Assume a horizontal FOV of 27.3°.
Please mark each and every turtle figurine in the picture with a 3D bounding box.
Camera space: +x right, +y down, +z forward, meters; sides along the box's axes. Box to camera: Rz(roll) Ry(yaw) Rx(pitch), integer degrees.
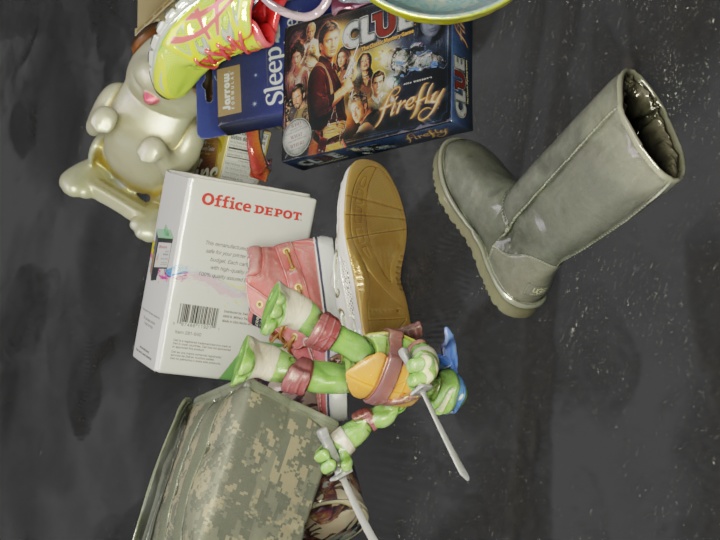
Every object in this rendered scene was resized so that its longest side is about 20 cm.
[{"bbox_3d":[-0.004,0.106,1.196,0.144,0.192,0.202,140,152,-66],"label":"turtle figurine"}]

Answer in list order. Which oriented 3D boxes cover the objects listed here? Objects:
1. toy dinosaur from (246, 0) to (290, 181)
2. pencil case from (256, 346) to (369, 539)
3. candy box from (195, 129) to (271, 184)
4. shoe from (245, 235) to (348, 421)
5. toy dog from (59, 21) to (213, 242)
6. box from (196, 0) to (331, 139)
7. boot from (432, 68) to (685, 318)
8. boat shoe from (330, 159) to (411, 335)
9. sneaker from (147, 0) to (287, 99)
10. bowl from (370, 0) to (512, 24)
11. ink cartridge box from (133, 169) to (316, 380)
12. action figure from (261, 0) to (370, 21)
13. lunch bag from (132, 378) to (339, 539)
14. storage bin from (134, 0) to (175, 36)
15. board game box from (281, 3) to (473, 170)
[{"bbox_3d":[-0.110,-0.186,1.533,0.105,0.198,0.183,115,-179,-53],"label":"toy dinosaur"},{"bbox_3d":[-0.057,0.167,1.415,0.089,0.078,0.201,-37,49,21],"label":"pencil case"},{"bbox_3d":[-0.167,-0.076,1.683,0.115,0.055,0.203,32,111,59],"label":"candy box"},{"bbox_3d":[-0.062,0.057,1.413,0.072,0.090,0.202,90,174,-56],"label":"shoe"},{"bbox_3d":[-0.207,-0.161,1.584,0.139,0.193,0.201,36,130,16],"label":"toy dog"},{"bbox_3d":[-0.077,-0.204,1.465,0.198,0.032,0.123,-9,72,17],"label":"box"},{"bbox_3d":[0.146,-0.083,1.135,0.183,0.072,0.201,63,143,26],"label":"boot"},{"bbox_3d":[0.000,0.000,1.365,0.069,0.070,0.203,-26,63,55],"label":"boat shoe"},{"bbox_3d":[-0.127,-0.234,1.427,0.090,0.078,0.200,48,111,18],"label":"sneaker"},{"bbox_3d":[0.067,-0.293,1.246,0.108,0.197,0.203,75,-161,-83],"label":"bowl"},{"bbox_3d":[-0.141,0.007,1.530,0.084,0.143,0.203,20,100,62],"label":"ink cartridge box"},{"bbox_3d":[0.008,-0.327,1.363,0.149,0.133,0.202,-33,34,62],"label":"action figure"},{"bbox_3d":[-0.126,0.198,1.307,0.199,0.117,0.166,-25,42,57],"label":"lunch bag"},{"bbox_3d":[-0.188,-0.394,1.759,0.198,0.093,0.203,-23,63,55],"label":"storage bin"},{"bbox_3d":[0.013,-0.177,1.355,0.198,0.034,0.137,-10,73,38],"label":"board game box"}]
